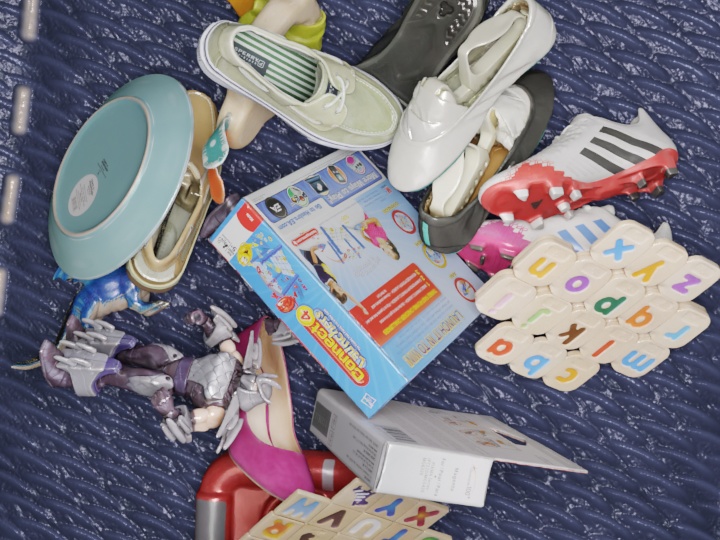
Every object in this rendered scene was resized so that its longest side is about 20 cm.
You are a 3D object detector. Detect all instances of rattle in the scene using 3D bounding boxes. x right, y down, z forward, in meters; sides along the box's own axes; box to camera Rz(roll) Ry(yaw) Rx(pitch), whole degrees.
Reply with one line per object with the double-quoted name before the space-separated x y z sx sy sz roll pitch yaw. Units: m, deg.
"rattle" -0.129 -0.180 1.083 0.142 0.130 0.201 33 84 -4

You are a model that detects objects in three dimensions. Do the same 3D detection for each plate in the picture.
"plate" -0.224 -0.089 1.086 0.199 0.026 0.202 -21 56 35

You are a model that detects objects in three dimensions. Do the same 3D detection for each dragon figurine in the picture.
"dragon figurine" -0.245 0.011 1.134 0.199 0.059 0.100 -30 85 0

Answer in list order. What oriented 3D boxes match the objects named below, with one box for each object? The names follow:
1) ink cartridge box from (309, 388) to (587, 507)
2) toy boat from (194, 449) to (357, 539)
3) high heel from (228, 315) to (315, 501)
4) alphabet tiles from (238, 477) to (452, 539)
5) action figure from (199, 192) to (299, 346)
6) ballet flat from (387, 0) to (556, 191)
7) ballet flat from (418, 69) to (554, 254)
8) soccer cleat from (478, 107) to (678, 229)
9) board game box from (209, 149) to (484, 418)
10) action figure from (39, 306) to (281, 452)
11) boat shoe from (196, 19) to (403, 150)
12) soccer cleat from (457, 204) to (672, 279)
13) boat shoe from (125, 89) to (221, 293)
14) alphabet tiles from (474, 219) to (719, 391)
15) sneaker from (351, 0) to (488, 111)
"ink cartridge box" 0.066 0.149 1.014 0.172 0.200 0.044 12 93 -18
"toy boat" -0.056 0.230 1.082 0.198 0.131 0.132 1 91 5
"high heel" -0.073 0.122 1.070 0.067 0.200 0.096 27 102 -32
"alphabet tiles" -0.026 0.238 1.016 0.166 0.006 0.200 24 126 -33
"action figure" -0.052 0.016 1.087 0.200 0.130 0.070 43 111 15
"ballet flat" 0.085 -0.157 1.027 0.069 0.069 0.200 43 85 4
"ballet flat" 0.111 -0.107 1.069 0.068 0.068 0.201 20 73 31
"soccer cleat" 0.185 -0.094 1.066 0.199 0.069 0.086 -13 63 -19
"board game box" 0.000 0.000 1.041 0.196 0.200 0.056 48 122 5
"action figure" -0.164 0.087 1.038 0.198 0.130 0.070 8 128 9
"boat shoe" -0.042 -0.149 1.013 0.199 0.062 0.073 18 90 -30
"soccer cleat" 0.185 -0.024 1.099 0.198 0.070 0.087 13 65 10
"boat shoe" -0.159 -0.082 1.086 0.071 0.076 0.201 11 65 -13
"alphabet tiles" 0.200 0.033 1.044 0.199 0.015 0.196 23 131 -28
"sneaker" 0.050 -0.199 1.107 0.076 0.114 0.200 39 121 0
